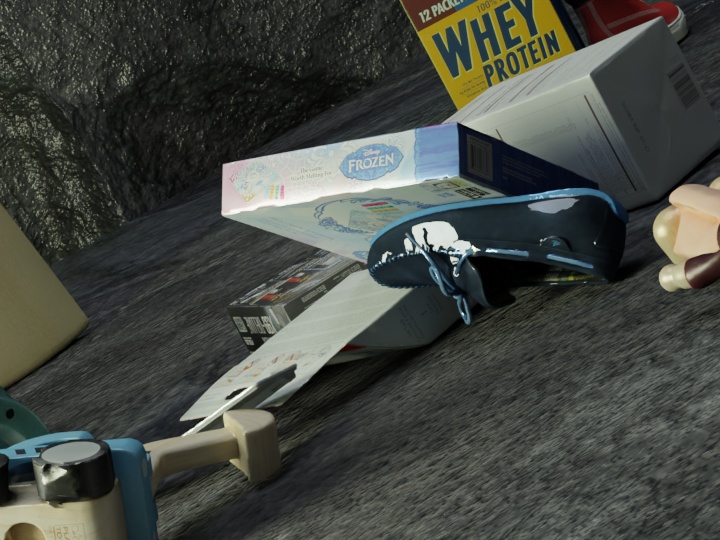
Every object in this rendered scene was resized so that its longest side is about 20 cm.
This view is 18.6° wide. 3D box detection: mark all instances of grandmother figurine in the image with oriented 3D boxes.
[{"bbox_3d":[0.227,-0.024,1.277,0.121,0.061,0.200,-39,8,-7],"label":"grandmother figurine"}]

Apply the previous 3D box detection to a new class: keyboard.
[{"bbox_3d":[-0.124,0.121,1.531,0.200,0.011,0.056,-37,-13,30],"label":"keyboard"}]

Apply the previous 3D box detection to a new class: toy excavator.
[{"bbox_3d":[-0.157,0.135,1.390,0.194,0.100,0.200,-6,14,7],"label":"toy excavator"}]

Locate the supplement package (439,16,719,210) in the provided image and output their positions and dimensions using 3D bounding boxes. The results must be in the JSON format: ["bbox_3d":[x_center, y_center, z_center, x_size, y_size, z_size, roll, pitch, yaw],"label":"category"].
[{"bbox_3d":[0.162,-0.102,1.726,0.200,0.114,0.109,-18,15,48],"label":"supplement package"}]

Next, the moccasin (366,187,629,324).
[{"bbox_3d":[0.086,-0.008,1.503,0.200,0.068,0.080,-13,-26,38],"label":"moccasin"}]

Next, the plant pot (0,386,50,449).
[{"bbox_3d":[-0.324,0.149,1.626,0.200,0.200,0.188,-35,26,-34],"label":"plant pot"}]

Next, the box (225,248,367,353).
[{"bbox_3d":[0.000,0.000,1.858,0.200,0.050,0.158,-32,10,-19],"label":"box"}]

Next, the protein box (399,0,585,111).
[{"bbox_3d":[0.148,-0.242,2.278,0.135,0.199,0.200,-27,9,11],"label":"protein box"}]

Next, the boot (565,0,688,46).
[{"bbox_3d":[0.275,-0.289,2.333,0.072,0.145,0.200,-25,8,30],"label":"boot"}]

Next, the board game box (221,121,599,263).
[{"bbox_3d":[0.038,-0.051,1.579,0.199,0.044,0.200,-9,-15,33],"label":"board game box"}]

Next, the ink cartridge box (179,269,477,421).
[{"bbox_3d":[-0.019,0.061,1.621,0.200,0.047,0.160,-41,14,-30],"label":"ink cartridge box"}]

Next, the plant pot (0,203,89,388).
[{"bbox_3d":[-0.472,0.066,2.543,0.200,0.200,0.177,-23,22,33],"label":"plant pot"}]
